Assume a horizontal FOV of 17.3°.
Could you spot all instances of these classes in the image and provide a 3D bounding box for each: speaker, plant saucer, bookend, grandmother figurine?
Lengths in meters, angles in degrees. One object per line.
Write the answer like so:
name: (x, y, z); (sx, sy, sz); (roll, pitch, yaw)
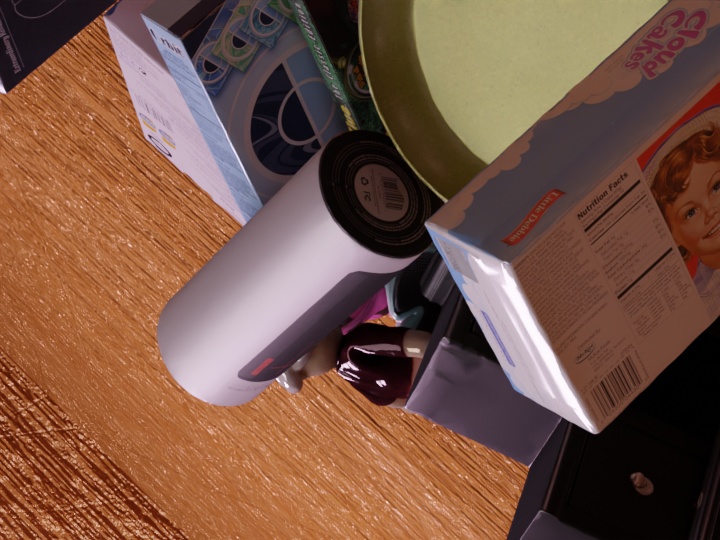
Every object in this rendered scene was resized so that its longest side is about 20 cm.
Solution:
speaker: (-0.039, 0.002, 1.348); (0.081, 0.081, 0.200); (48, 137, -1)
plant saucer: (0.087, -0.117, 1.214); (0.199, 0.031, 0.202); (14, 114, 33)
bookend: (0.110, 0.087, 1.337); (0.199, 0.199, 0.092); (25, 140, -1)
grandmother figurine: (0.031, 0.058, 1.468); (0.198, 0.061, 0.122); (11, 146, -3)

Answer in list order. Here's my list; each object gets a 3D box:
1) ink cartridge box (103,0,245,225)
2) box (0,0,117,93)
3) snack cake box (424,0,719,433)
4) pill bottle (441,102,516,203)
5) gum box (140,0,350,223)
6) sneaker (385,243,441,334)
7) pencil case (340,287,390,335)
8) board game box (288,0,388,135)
ink cartridge box: (-0.109, -0.121, 1.788); (0.136, 0.076, 0.200); (41, 161, 26)
box: (-0.206, -0.243, 1.540); (0.107, 0.200, 0.149); (40, 162, 24)
snack cake box: (0.138, -0.037, 1.110); (0.067, 0.200, 0.115); (28, 154, 51)
pill bottle: (0.107, -0.055, 1.310); (0.200, 0.111, 0.111); (44, 163, 15)
gum box: (-0.020, -0.123, 1.383); (0.044, 0.170, 0.201); (34, 159, 41)
sneaker: (0.076, 0.018, 1.567); (0.200, 0.078, 0.140); (46, -162, -33)
pencil case: (0.000, 0.000, 1.596); (0.091, 0.094, 0.200); (54, -161, 11)
board game box: (0.021, -0.137, 1.359); (0.023, 0.105, 0.201); (31, 156, 42)
